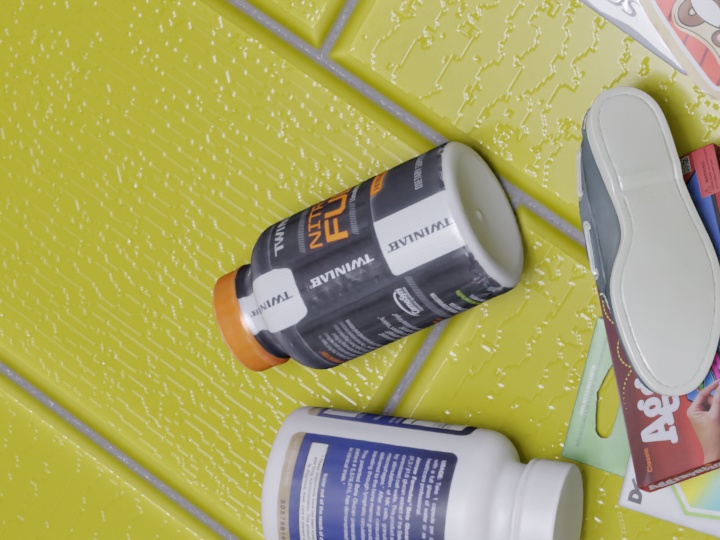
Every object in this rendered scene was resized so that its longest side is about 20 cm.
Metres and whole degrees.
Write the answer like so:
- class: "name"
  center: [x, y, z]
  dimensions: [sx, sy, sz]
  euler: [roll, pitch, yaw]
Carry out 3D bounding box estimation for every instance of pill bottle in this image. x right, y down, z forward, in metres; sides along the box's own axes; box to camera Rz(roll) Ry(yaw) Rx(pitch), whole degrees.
- class: "pill bottle"
  center: [0.043, 0.157, 1.573]
  dimensions: [0.199, 0.111, 0.112]
  euler: [6, 103, 20]
- class: "pill bottle"
  center: [0.000, 0.000, 1.561]
  dimensions: [0.199, 0.106, 0.107]
  euler: [-25, 91, 23]

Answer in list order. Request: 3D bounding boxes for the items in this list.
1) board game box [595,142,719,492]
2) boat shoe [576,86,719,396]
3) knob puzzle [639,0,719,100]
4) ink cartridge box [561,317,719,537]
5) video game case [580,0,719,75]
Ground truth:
- class: "board game box"
  center: [0.202, 0.029, 1.481]
  dimensions: [0.103, 0.019, 0.201]
  euler: [-24, 62, 30]
- class: "boat shoe"
  center: [0.177, -0.013, 1.477]
  dimensions: [0.072, 0.062, 0.201]
  euler: [-6, 72, -15]
- class: "knob puzzle"
  center: [0.253, -0.195, 1.445]
  dimensions: [0.218, 0.030, 0.221]
  euler: [3, 109, 9]
- class: "ink cartridge box"
  center: [0.228, 0.111, 1.521]
  dimensions: [0.199, 0.059, 0.104]
  euler: [17, 106, 17]
- class: "video game case"
  center: [0.189, -0.256, 1.484]
  dimensions: [0.182, 0.023, 0.201]
  euler: [37, 111, 10]
